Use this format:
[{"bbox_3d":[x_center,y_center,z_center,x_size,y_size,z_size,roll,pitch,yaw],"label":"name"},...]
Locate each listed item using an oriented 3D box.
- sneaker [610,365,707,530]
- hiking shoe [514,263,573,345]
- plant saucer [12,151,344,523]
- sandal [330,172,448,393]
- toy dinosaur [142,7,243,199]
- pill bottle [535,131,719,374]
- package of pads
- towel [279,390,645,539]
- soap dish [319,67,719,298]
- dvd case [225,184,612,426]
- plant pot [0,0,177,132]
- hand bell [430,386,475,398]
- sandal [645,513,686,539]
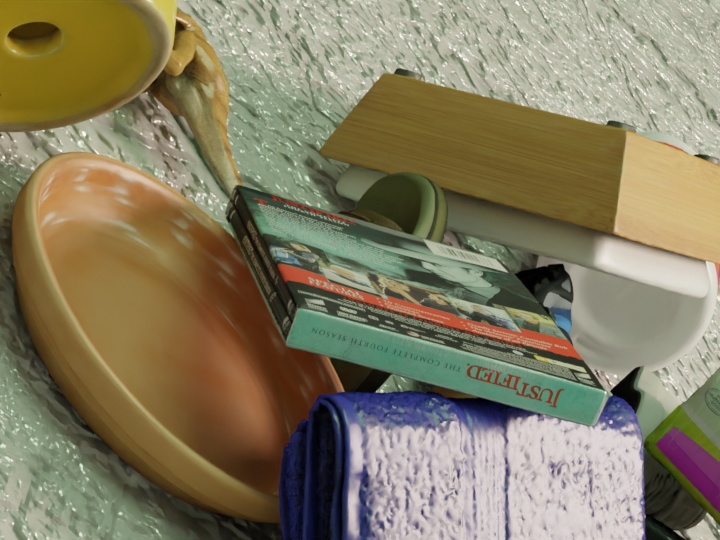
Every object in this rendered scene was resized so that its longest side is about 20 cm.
[{"bbox_3d":[0.164,0.113,1.467,0.085,0.073,0.200,46,20,0],"label":"sneaker"},{"bbox_3d":[0.086,0.053,1.453,0.200,0.074,0.087,-61,138,-75],"label":"hiking shoe"},{"bbox_3d":[-0.083,0.035,1.173,0.200,0.037,0.200,41,22,-20],"label":"plant saucer"},{"bbox_3d":[0.000,0.000,1.347,0.057,0.080,0.201,30,25,-9],"label":"sandal"},{"bbox_3d":[-0.086,-0.094,1.353,0.106,0.060,0.200,33,26,-39],"label":"toy dinosaur"},{"bbox_3d":[0.175,-0.020,1.663,0.111,0.111,0.200,46,21,-8],"label":"pill bottle"},{"bbox_3d":[0.245,0.136,1.423,0.155,0.068,0.200,48,8,28],"label":"package of pads"},{"bbox_3d":[0.047,0.126,1.144,0.200,0.049,0.148,2,86,-45],"label":"towel"},{"bbox_3d":[0.101,-0.050,1.488,0.200,0.081,0.157,16,2,35],"label":"soap dish"},{"bbox_3d":[0.020,0.013,1.203,0.146,0.022,0.200,15,15,-15],"label":"dvd case"},{"bbox_3d":[-0.157,-0.175,1.194,0.201,0.201,0.189,24,47,-47],"label":"plant pot"},{"bbox_3d":[0.025,0.124,1.194,0.104,0.104,0.200,51,33,5],"label":"hand bell"},{"bbox_3d":[0.189,0.188,1.419,0.075,0.048,0.200,37,-4,41],"label":"sandal"}]
